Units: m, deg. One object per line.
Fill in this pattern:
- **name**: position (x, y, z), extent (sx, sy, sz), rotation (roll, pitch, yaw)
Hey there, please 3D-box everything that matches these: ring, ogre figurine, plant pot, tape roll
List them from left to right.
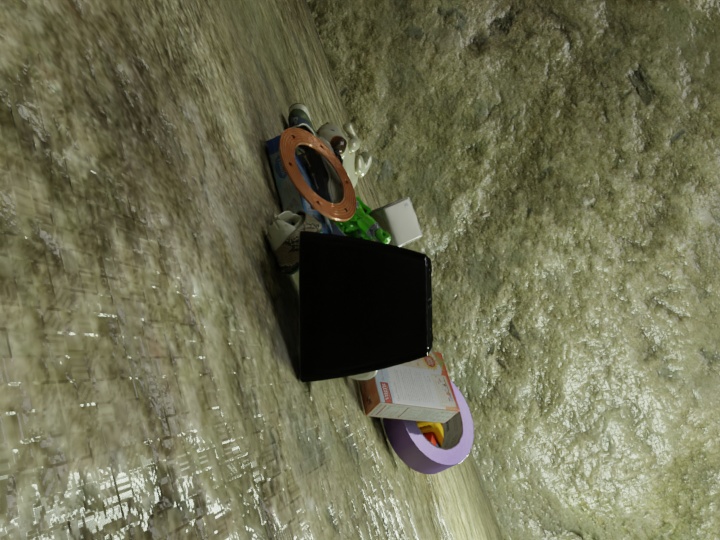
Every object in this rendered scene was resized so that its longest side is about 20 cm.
- **ring**: position (-0.080, -0.177, 1.104), extent (0.199, 0.019, 0.203), rotation (38, 34, -31)
- **ogre figurine**: position (-0.004, -0.086, 1.261), extent (0.121, 0.097, 0.200), rotation (53, 3, -1)
- **plant pot**: position (0.018, 0.049, 0.870), extent (0.200, 0.173, 0.205), rotation (10, 79, -79)
- **tape roll**: position (0.142, 0.311, 1.230), extent (0.197, 0.066, 0.204), rotation (22, 49, -27)

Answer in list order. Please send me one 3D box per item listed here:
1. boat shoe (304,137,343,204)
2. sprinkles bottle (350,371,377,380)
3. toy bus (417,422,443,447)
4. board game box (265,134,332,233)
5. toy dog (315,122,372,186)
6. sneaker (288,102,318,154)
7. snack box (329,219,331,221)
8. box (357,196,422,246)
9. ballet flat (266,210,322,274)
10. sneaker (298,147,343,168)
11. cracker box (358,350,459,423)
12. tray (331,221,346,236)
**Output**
- **boat shoe**: position (-0.069, -0.175, 1.195), extent (0.066, 0.057, 0.204), rotation (19, 48, -48)
- **sprinkles bottle**: position (0.008, 0.098, 1.081), extent (0.203, 0.067, 0.069), rotation (-80, 151, -42)
- **toy bus**: position (0.141, 0.349, 1.353), extent (0.203, 0.133, 0.193), rotation (63, 26, -21)
- **board game box**: position (-0.107, -0.125, 1.148), extent (0.200, 0.043, 0.203), rotation (53, 19, -63)
- **toy dog**: position (-0.075, -0.308, 1.590), extent (0.200, 0.137, 0.198), rotation (56, 51, -61)
- **sneaker**: position (-0.121, -0.293, 1.422), extent (0.091, 0.066, 0.202), rotation (-90, 158, -49)
- **snack box**: position (-0.053, -0.061, 1.349), extent (0.116, 0.036, 0.204), rotation (-36, 104, -80)
- **box**: position (0.045, -0.094, 1.344), extent (0.199, 0.077, 0.097), rotation (-14, -81, 60)
- **ballet flat**: position (-0.108, -0.053, 0.921), extent (0.075, 0.068, 0.200), rotation (46, 16, -10)
- **sneaker**: position (-0.073, -0.228, 1.305), extent (0.200, 0.090, 0.076), rotation (50, -6, 45)
- **cracker box**: position (0.088, 0.218, 1.154), extent (0.197, 0.058, 0.136), rotation (15, 43, -32)
- **tray**: position (0.000, 0.000, 1.191), extent (0.202, 0.022, 0.107), rotation (57, -5, -32)
